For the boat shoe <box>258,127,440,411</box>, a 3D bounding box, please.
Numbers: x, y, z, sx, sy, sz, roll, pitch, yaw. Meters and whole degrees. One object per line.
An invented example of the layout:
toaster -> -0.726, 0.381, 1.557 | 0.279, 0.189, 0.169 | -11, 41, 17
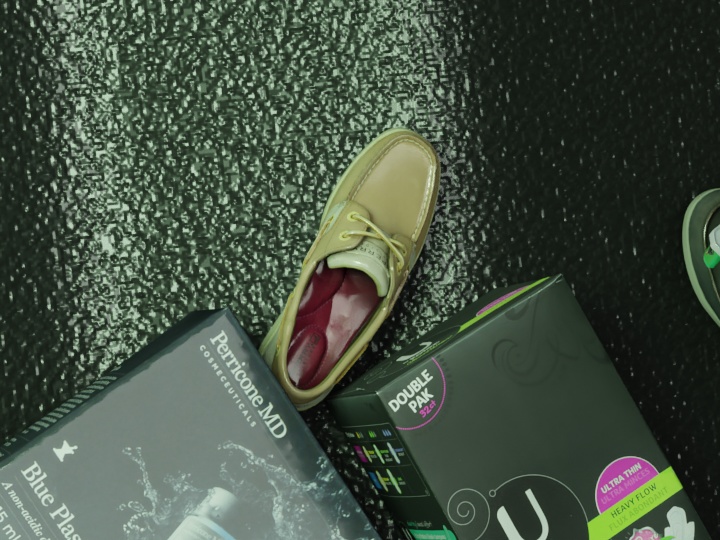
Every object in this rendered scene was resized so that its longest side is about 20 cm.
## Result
boat shoe -> 0.000, 0.000, 1.357 | 0.074, 0.066, 0.201 | 26, 82, -11

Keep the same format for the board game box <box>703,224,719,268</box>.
board game box -> 0.343, 0.013, 1.381 | 0.200, 0.026, 0.200 | 47, 51, 11

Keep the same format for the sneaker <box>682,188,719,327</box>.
sneaker -> 0.289, 0.033, 1.401 | 0.074, 0.106, 0.201 | -29, 94, -12

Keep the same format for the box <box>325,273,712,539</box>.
box -> 0.098, 0.127, 1.341 | 0.148, 0.124, 0.201 | -31, 94, -17

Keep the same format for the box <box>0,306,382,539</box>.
box -> -0.116, 0.157, 1.299 | 0.199, 0.117, 0.197 | -35, 95, -13
